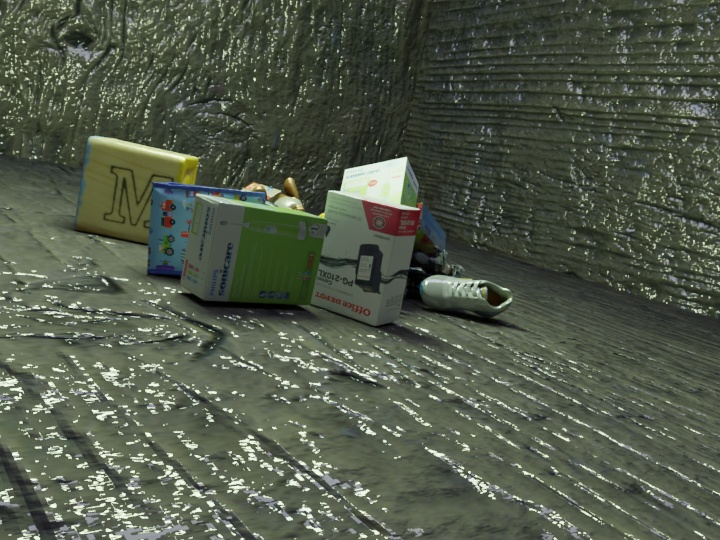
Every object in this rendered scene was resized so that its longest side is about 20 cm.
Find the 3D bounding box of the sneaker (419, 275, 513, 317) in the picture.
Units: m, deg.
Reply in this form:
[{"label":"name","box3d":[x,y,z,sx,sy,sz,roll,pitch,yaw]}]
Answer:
[{"label":"sneaker","box3d":[0.217,0.045,1.339,0.198,0.077,0.081,9,-21,-19]}]

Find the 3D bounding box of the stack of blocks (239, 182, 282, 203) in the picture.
[{"label":"stack of blocks","box3d":[-0.269,-0.110,1.408,0.200,0.059,0.115,-37,36,-27]}]

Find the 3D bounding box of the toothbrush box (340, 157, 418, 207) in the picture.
[{"label":"toothbrush box","box3d":[0.032,-0.124,1.341,0.144,0.201,0.086,-7,-42,23]}]

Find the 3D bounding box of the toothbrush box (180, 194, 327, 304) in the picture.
[{"label":"toothbrush box","box3d":[-0.166,-0.029,1.029,0.199,0.147,0.086,4,11,-42]}]

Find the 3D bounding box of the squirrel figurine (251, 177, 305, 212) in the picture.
[{"label":"squirrel figurine","box3d":[-0.193,-0.064,1.295,0.185,0.201,0.142,-17,43,-5]}]

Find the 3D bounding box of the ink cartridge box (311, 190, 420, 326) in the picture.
[{"label":"ink cartridge box","box3d":[0.005,-0.022,1.109,0.144,0.202,0.084,17,12,28]}]

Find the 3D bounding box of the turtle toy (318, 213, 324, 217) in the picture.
[{"label":"turtle toy","box3d":[-0.075,-0.094,1.649,0.101,0.200,0.146,50,7,-3]}]

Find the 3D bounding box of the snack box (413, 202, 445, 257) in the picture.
[{"label":"snack box","box3d":[0.073,-0.079,1.466,0.198,0.068,0.169,-3,-22,26]}]

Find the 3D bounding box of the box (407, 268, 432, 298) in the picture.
[{"label":"box","box3d":[0.104,0.024,1.495,0.198,0.046,0.159,9,9,-21]}]

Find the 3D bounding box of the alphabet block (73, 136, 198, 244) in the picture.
[{"label":"alphabet block","box3d":[-0.477,-0.172,1.410,0.198,0.198,0.195,12,10,-7]}]

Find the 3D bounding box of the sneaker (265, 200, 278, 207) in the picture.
[{"label":"sneaker","box3d":[-0.141,-0.041,1.163,0.200,0.074,0.088,41,43,-12]}]

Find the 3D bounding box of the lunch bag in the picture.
[{"label":"lunch bag","box3d":[-0.249,-0.065,1.107,0.198,0.152,0.094,6,8,1]}]

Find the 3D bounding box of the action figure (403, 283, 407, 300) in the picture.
[{"label":"action figure","box3d":[0.000,0.000,1.266,0.199,0.102,0.119,21,-23,31]}]

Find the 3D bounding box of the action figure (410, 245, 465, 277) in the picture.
[{"label":"action figure","box3d":[0.135,-0.021,1.399,0.198,0.070,0.130,14,-19,-11]}]
